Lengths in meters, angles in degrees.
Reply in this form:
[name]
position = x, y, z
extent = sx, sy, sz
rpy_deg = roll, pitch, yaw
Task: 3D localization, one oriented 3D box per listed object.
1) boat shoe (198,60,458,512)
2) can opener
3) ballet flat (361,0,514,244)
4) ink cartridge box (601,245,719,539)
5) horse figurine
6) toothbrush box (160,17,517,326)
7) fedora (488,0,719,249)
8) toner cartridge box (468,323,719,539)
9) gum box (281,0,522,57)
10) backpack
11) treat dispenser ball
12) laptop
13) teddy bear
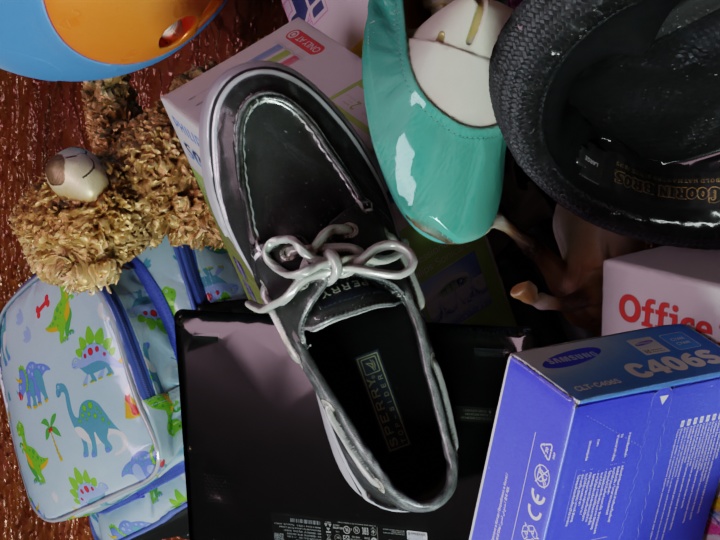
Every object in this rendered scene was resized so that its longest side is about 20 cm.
[boat shoe]
position = -0.011, 0.007, 0.871
extent = 0.068, 0.073, 0.200
rpy_deg = 170, 83, -83
[can opener]
position = 0.078, 0.002, 1.028
extent = 0.200, 0.066, 0.053
rpy_deg = 60, 140, 18
[ballet flat]
position = 0.037, -0.110, 0.902
extent = 0.070, 0.067, 0.201
rpy_deg = -45, 41, 47
[ink cartridge box]
position = 0.175, 0.095, 0.896
extent = 0.145, 0.084, 0.201
rpy_deg = 15, 108, 51
[horse figurine]
position = 0.095, -0.030, 0.961
extent = 0.050, 0.132, 0.201
rpy_deg = -25, 55, 33
[toothbrush box]
position = 0.000, 0.000, 1.025
extent = 0.146, 0.086, 0.200
rpy_deg = 39, 157, 53
[fedora]
position = 0.152, -0.097, 0.857
extent = 0.201, 0.200, 0.092
rpy_deg = -52, 24, 44
[toner cartridge box]
position = 0.089, 0.124, 0.867
extent = 0.043, 0.095, 0.201
rpy_deg = 36, 124, 44
[gum box]
position = 0.033, -0.163, 1.047
extent = 0.200, 0.066, 0.114
rpy_deg = -37, 66, 50
[backpack]
position = -0.118, 0.046, 1.224
extent = 0.183, 0.147, 0.201
rpy_deg = -29, 70, 48
[treat dispenser ball]
position = -0.152, -0.199, 1.114
extent = 0.201, 0.200, 0.202
rpy_deg = 14, 108, 51
[laptop]
position = 0.026, 0.110, 0.995
extent = 0.187, 0.116, 0.201
rpy_deg = 2, 101, 30
[teddy bear]
position = -0.095, -0.064, 1.145
extent = 0.067, 0.199, 0.145
rpy_deg = 88, 167, -60
